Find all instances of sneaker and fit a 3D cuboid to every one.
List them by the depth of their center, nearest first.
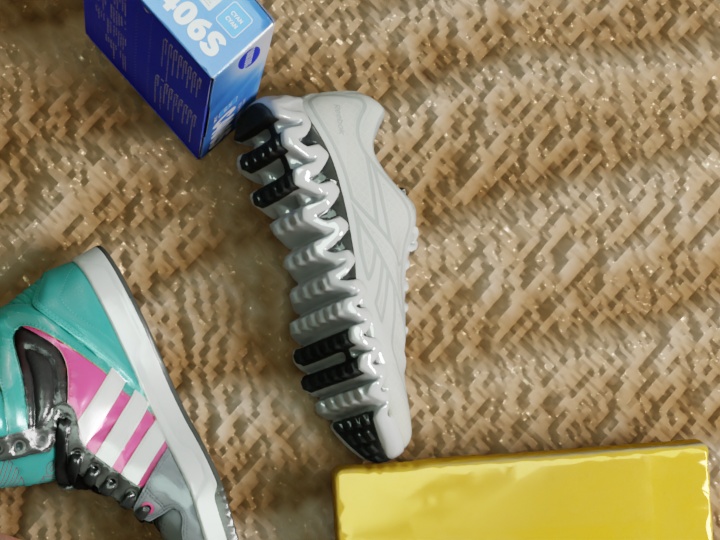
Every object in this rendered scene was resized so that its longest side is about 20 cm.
[{"bbox_3d":[-0.144,0.099,1.218,0.120,0.084,0.201,-24,78,-12],"label":"sneaker"},{"bbox_3d":[0.000,0.000,1.254,0.081,0.075,0.202,-16,92,-32],"label":"sneaker"}]

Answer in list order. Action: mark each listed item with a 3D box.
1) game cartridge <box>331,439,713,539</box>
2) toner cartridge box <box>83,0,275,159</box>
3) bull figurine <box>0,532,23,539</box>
[{"bbox_3d":[0.088,0.183,1.245,0.198,0.032,0.178,-3,92,-3],"label":"game cartridge"},{"bbox_3d":[-0.094,-0.121,1.193,0.043,0.200,0.095,-43,88,-10],"label":"toner cartridge box"},{"bbox_3d":[-0.202,0.176,1.216,0.198,0.065,0.122,16,86,-1],"label":"bull figurine"}]
